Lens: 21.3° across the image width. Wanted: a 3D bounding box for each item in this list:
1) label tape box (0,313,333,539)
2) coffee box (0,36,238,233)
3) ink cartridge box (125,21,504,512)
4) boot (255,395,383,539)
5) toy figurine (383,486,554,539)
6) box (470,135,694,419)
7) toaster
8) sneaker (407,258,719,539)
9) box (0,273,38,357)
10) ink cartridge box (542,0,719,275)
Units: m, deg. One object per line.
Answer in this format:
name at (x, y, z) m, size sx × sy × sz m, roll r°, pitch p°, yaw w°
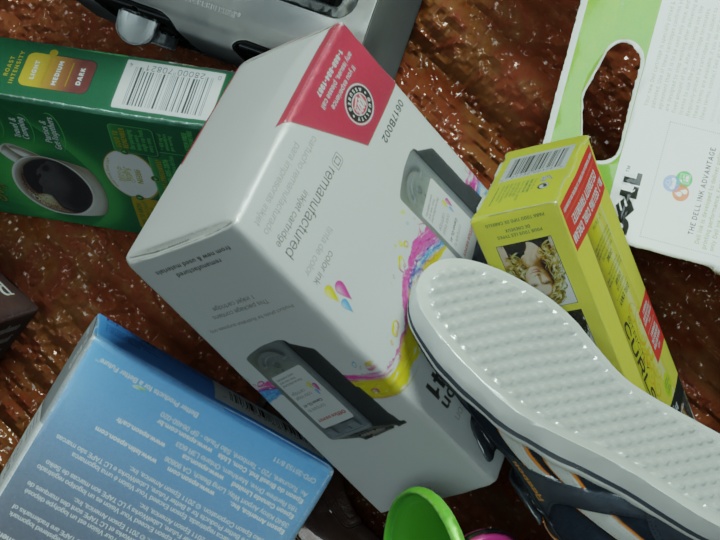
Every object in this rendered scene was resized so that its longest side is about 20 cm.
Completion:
label tape box at (-0.126, 0.145, 0.991) m, size 0.143 × 0.066 × 0.200 m, roll 30°, pitch 97°, yaw -11°
coffee box at (-0.156, -0.073, 1.049) m, size 0.200 × 0.123 × 0.044 m, roll 8°, pitch 60°, yaw 12°
ink cartridge box at (0.000, 0.000, 0.962) m, size 0.086 × 0.148 × 0.200 m, roll -20°, pitch 125°, yaw 42°
boot at (0.011, 0.140, 1.052) m, size 0.186 × 0.064 × 0.200 m, roll -45°, pitch 85°, yaw 9°
toy figurine at (0.105, 0.192, 0.980) m, size 0.184 × 0.150 × 0.200 m, roll -6°, pitch 111°, yaw -26°
box at (0.120, 0.037, 0.976) m, size 0.050 × 0.075 × 0.200 m, roll -12°, pitch 115°, yaw 28°
toaster at (-0.044, -0.199, 1.028) m, size 0.181 × 0.119 × 0.200 m, roll 21°, pitch 94°, yaw 9°
sneaker at (0.096, 0.080, 0.920) m, size 0.200 × 0.078 × 0.079 m, roll 38°, pitch 137°, yaw 3°
box at (-0.325, 0.022, 1.049) m, size 0.200 × 0.166 × 0.164 m, roll 44°, pitch 108°, yaw 7°
ink cartridge box at (0.203, -0.070, 1.004) m, size 0.200 × 0.076 × 0.148 m, roll 15°, pitch 94°, yaw 12°
